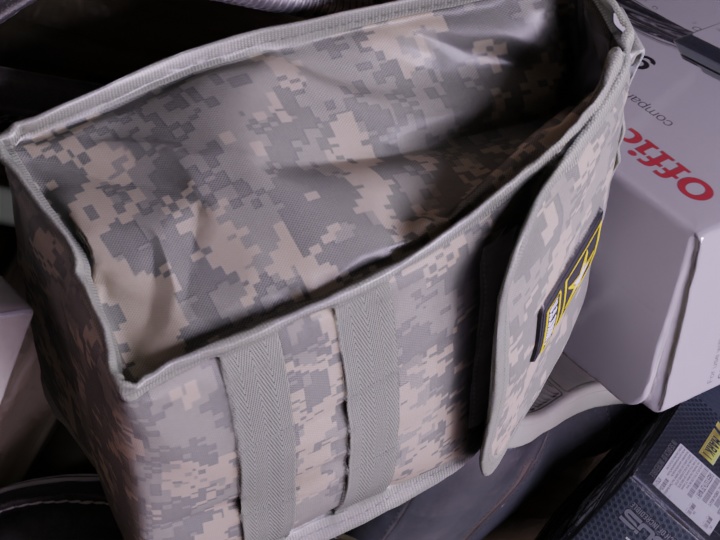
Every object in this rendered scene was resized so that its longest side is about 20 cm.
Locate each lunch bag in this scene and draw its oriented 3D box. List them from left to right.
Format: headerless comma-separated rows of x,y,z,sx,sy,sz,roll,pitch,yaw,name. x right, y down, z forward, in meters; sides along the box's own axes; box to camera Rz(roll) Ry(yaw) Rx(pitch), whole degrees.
0.000,0.000,0.918,0.199,0.118,0.164,-24,154,-14,lunch bag

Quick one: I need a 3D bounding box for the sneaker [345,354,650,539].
0.050,0.067,1.161,0.106,0.075,0.200,-56,159,22,sneaker

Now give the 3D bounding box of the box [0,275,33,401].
-0.184,0.076,0.892,0.095,0.078,0.201,-7,128,-45,box

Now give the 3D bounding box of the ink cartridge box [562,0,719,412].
0.136,-0.046,1.090,0.199,0.144,0.085,-23,137,-36,ink cartridge box

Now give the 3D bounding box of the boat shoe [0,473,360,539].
-0.051,0.106,0.985,0.057,0.199,0.069,61,40,-69,boat shoe

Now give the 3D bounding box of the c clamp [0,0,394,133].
-0.050,-0.078,0.885,0.199,0.027,0.171,2,156,-45,c clamp

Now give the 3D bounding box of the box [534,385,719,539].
0.110,0.109,1.197,0.158,0.051,0.200,-50,176,30,box
